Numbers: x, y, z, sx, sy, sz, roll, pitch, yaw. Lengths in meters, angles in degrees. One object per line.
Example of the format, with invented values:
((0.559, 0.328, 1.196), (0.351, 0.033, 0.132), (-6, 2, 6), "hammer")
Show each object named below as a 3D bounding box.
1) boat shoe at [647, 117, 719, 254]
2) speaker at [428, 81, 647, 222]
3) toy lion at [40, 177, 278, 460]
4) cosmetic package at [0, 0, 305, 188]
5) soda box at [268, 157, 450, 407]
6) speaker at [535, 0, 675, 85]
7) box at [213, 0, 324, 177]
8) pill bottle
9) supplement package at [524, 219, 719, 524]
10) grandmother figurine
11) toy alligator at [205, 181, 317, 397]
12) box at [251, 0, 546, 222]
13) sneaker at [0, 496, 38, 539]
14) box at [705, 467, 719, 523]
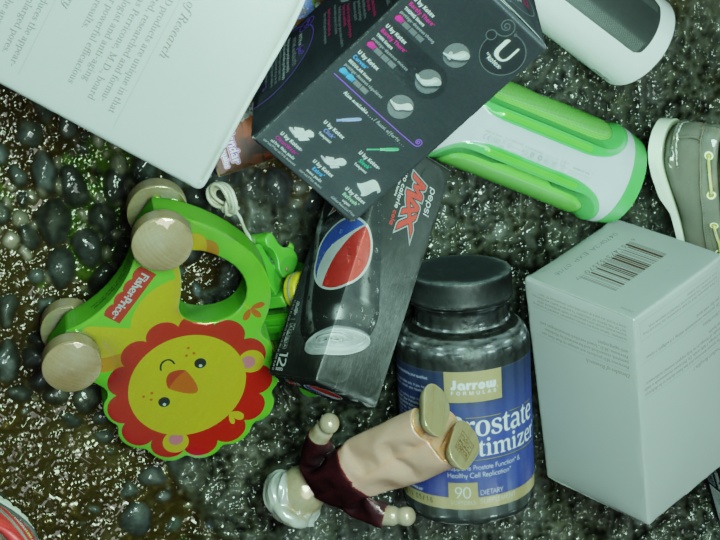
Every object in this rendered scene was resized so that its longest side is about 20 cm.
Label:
((0.297, -0.044, 1.566), (0.072, 0.060, 0.202), (-61, 137, -35), "boat shoe")
((0.128, -0.105, 1.509), (0.199, 0.088, 0.089), (20, 98, -21), "speaker")
((-0.139, 0.053, 1.469), (0.191, 0.069, 0.200), (28, 112, -26), "toy lion")
((-0.154, -0.191, 1.322), (0.199, 0.165, 0.166), (27, 108, -9), "cosmetic package")
((0.000, 0.000, 1.467), (0.071, 0.063, 0.202), (27, 75, -38), "soda box")
((0.152, -0.227, 1.469), (0.199, 0.081, 0.082), (31, 94, -32), "speaker")
((-0.076, -0.188, 1.449), (0.136, 0.039, 0.202), (-19, 109, -11), "box")
((0.084, 0.095, 1.537), (0.111, 0.112, 0.202), (-8, 107, -15), "pill bottle")
((0.220, 0.081, 1.535), (0.117, 0.117, 0.201), (-31, 126, -34), "supplement package")
((0.001, 0.160, 1.507), (0.199, 0.061, 0.122), (-24, 105, 35), "grandmother figurine")
((-0.063, 0.006, 1.501), (0.054, 0.059, 0.201), (-46, 120, -46), "toy alligator")
((0.025, -0.155, 1.371), (0.106, 0.123, 0.200), (39, 114, -23), "box")
((-0.327, 0.184, 1.448), (0.199, 0.085, 0.077), (31, 94, -22), "sneaker")
((0.367, 0.115, 1.663), (0.157, 0.050, 0.201), (-22, 110, -11), "box")
